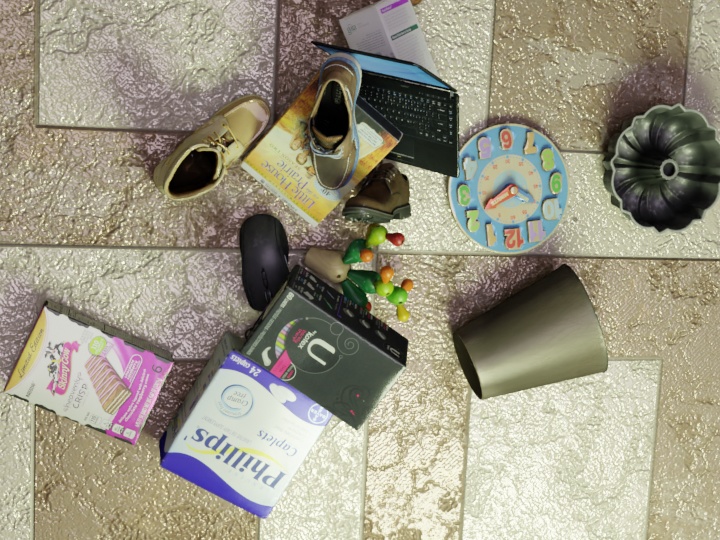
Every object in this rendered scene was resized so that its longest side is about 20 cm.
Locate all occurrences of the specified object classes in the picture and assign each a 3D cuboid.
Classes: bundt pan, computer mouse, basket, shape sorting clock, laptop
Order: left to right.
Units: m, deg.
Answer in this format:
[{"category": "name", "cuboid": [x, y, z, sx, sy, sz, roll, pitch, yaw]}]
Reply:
[{"category": "computer mouse", "cuboid": [-0.108, 0.018, 1.592, 0.140, 0.046, 0.201, -2, 99, 5]}, {"category": "laptop", "cuboid": [0.037, -0.219, 1.500, 0.103, 0.177, 0.201, -35, 133, -41]}, {"category": "shape sorting clock", "cuboid": [0.230, -0.125, 1.681, 0.199, 0.039, 0.201, -2, 99, -14]}, {"category": "basket", "cuboid": [0.254, 0.111, 1.676, 0.199, 0.136, 0.181, -22, 99, -6]}, {"category": "bundt pan", "cuboid": [0.467, -0.161, 1.716, 0.201, 0.076, 0.203, -2, 99, -13]}]

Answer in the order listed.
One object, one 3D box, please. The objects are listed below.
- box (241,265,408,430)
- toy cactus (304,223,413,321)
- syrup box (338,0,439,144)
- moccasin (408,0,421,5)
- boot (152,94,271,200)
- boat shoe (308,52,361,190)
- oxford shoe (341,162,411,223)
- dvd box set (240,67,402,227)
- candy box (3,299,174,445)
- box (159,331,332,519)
[{"category": "box", "cuboid": [-0.047, 0.106, 1.531, 0.200, 0.106, 0.122, 34, 107, -7]}, {"category": "toy cactus", "cuboid": [0.000, 0.000, 1.601, 0.164, 0.201, 0.102, 22, 53, 19]}, {"category": "syrup box", "cuboid": [0.054, -0.289, 1.577, 0.081, 0.079, 0.201, -34, 107, -42]}, {"category": "moccasin", "cuboid": [0.069, -0.484, 1.568, 0.073, 0.078, 0.203, 3, 97, -14]}, {"category": "boot", "cuboid": [-0.196, -0.169, 1.505, 0.200, 0.155, 0.073, -37, 105, -7]}, {"category": "boat shoe", "cuboid": [-0.042, -0.187, 1.462, 0.072, 0.072, 0.201, 9, 126, 10]}, {"category": "oxford shoe", "cuboid": [0.021, -0.110, 1.559, 0.072, 0.200, 0.085, 5, 101, 16]}, {"category": "dvd box set", "cuboid": [-0.058, -0.171, 1.544, 0.146, 0.029, 0.200, 40, 124, -12]}, {"category": "candy box", "cuboid": [-0.383, 0.145, 1.552, 0.199, 0.061, 0.137, 25, 92, -16]}, {"category": "box", "cuboid": [-0.165, 0.226, 1.589, 0.183, 0.105, 0.201, 31, 95, -16]}]
